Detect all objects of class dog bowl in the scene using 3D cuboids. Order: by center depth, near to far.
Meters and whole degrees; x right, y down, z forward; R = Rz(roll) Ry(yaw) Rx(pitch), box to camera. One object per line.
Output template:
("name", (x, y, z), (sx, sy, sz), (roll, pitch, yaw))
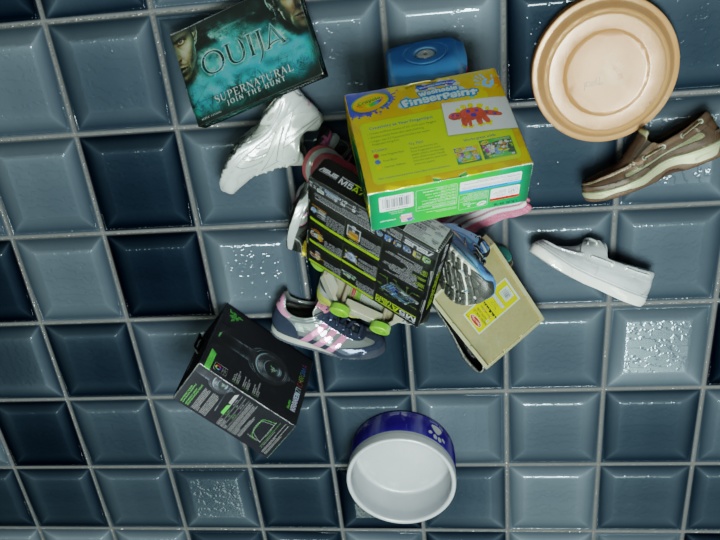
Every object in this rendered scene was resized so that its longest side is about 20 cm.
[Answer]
("dog bowl", (0.075, 0.357, 1.402), (0.196, 0.079, 0.203), (3, 120, 5))

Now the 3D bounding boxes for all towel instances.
("towel", (0.139, -0.099, 1.100), (0.145, 0.030, 0.199), (-24, 149, 32))

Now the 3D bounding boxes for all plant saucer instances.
("plant saucer", (0.332, -0.272, 1.053), (0.196, 0.032, 0.204), (3, 119, 6))

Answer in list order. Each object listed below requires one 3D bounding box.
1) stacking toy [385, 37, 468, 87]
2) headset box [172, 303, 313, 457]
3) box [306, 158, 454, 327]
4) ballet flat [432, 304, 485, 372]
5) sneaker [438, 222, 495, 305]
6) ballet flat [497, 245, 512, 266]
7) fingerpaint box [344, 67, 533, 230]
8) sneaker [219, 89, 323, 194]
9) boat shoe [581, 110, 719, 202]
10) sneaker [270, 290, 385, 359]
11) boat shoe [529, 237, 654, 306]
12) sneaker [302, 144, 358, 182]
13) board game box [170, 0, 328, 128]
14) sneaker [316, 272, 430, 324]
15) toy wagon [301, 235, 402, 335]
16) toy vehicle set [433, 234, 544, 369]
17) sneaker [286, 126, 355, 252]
("stacking toy", (0.102, -0.211, 1.083), (0.108, 0.117, 0.202), (-8, 130, 5))
("headset box", (-0.194, 0.175, 1.279), (0.199, 0.175, 0.093), (35, 118, -12))
("box", (0.018, -0.032, 1.041), (0.198, 0.048, 0.194), (31, 152, 14))
("ballet flat", (0.162, 0.077, 1.250), (0.066, 0.057, 0.201), (-26, 113, 18))
("sneaker", (0.142, -0.024, 1.058), (0.088, 0.200, 0.080), (-13, 119, -11))
("ballet flat", (0.139, 0.002, 1.182), (0.196, 0.071, 0.066), (1, 132, -16))
("fingerpaint box", (0.091, -0.151, 0.952), (0.196, 0.169, 0.074), (-11, 146, -3))
("sneaker", (-0.129, -0.173, 1.137), (0.099, 0.078, 0.200), (37, 117, -18))
("boat shoe", (0.401, -0.165, 1.088), (0.199, 0.075, 0.076), (-22, 103, 10))
("sneaker", (-0.050, 0.089, 1.273), (0.196, 0.071, 0.083), (11, 124, -1))
("boat shoe", (0.355, -0.012, 1.177), (0.197, 0.072, 0.070), (24, 98, 0))
("sneaker", (0.003, -0.097, 1.101), (0.199, 0.087, 0.074), (32, 96, -34))
("board game box", (-0.155, -0.297, 1.066), (0.197, 0.028, 0.138), (-19, 90, 15))
("sneaker", (0.018, 0.045, 1.249), (0.197, 0.079, 0.090), (18, 154, -15))
("toy wagon", (0.000, 0.000, 1.180), (0.197, 0.157, 0.040), (24, 159, -10))
("toy vehicle set", (0.192, 0.053, 1.178), (0.124, 0.027, 0.200), (-40, 129, 2))
("sneaker", (-0.052, -0.107, 1.163), (0.085, 0.081, 0.202), (19, 122, -9))
